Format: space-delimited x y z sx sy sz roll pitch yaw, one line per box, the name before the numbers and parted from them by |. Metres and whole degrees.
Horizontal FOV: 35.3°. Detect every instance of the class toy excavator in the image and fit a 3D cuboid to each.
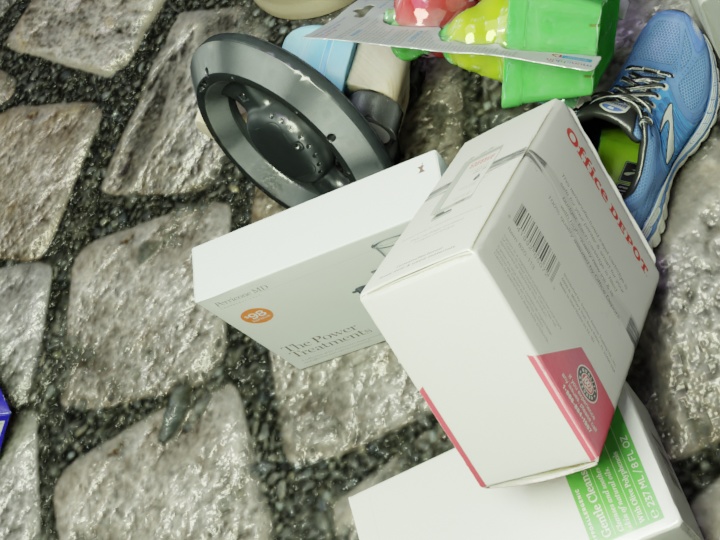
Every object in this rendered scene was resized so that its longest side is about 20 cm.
toy excavator | -0.051 -0.150 0.961 0.198 0.195 0.101 16 72 6

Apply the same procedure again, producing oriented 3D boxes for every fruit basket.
fruit basket | 0.083 -0.173 0.812 0.198 0.095 0.185 3 26 19

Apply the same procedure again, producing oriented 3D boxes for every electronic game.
electronic game | -0.053 -0.104 0.887 0.199 0.201 0.042 21 61 37

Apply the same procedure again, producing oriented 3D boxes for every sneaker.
sneaker | 0.199 -0.105 0.804 0.078 0.089 0.201 9 69 33

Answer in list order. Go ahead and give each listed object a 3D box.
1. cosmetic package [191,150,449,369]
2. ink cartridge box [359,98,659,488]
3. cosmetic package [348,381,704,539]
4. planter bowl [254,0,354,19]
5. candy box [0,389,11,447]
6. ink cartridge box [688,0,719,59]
cosmetic package | 0.000 0.000 0.830 0.199 0.151 0.052 -21 56 21
ink cartridge box | 0.101 0.009 0.688 0.082 0.147 0.200 -22 19 35
cosmetic package | 0.104 0.163 0.724 0.199 0.085 0.108 -28 55 14
planter bowl | -0.060 -0.360 1.065 0.199 0.135 0.202 -14 59 24
candy box | -0.431 0.091 1.022 0.200 0.168 0.077 52 127 37
ink cartridge box | 0.292 -0.278 0.843 0.146 0.083 0.201 -25 56 17
